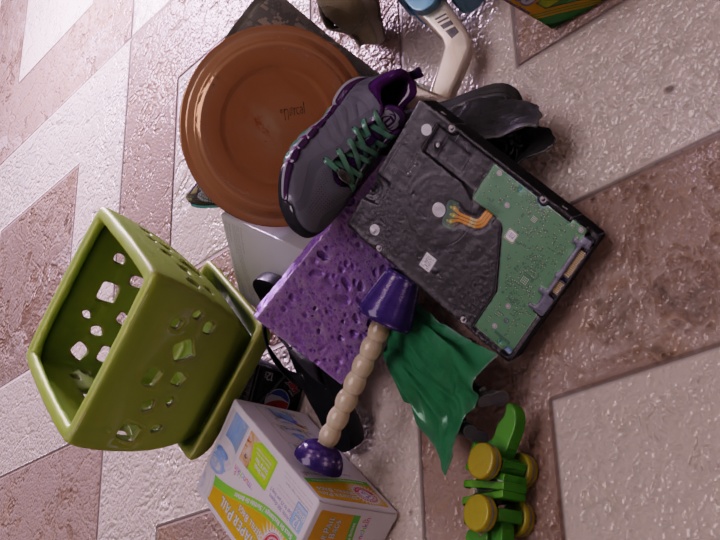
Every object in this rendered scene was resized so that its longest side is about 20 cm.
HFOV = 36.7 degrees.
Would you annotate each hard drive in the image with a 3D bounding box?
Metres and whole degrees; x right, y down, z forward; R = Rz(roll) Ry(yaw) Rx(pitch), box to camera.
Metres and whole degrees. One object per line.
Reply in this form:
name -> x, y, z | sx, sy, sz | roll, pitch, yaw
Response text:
hard drive -> 0.098, -0.037, 0.959 | 0.199, 0.038, 0.141 | 40, 114, 19

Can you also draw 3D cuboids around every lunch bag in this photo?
lunch bag -> -0.098, -0.190, 1.214 | 0.118, 0.163, 0.200 | -57, 9, -28

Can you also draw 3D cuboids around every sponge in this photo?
sponge -> 0.000, 0.000, 1.049 | 0.201, 0.111, 0.030 | -51, 15, 1

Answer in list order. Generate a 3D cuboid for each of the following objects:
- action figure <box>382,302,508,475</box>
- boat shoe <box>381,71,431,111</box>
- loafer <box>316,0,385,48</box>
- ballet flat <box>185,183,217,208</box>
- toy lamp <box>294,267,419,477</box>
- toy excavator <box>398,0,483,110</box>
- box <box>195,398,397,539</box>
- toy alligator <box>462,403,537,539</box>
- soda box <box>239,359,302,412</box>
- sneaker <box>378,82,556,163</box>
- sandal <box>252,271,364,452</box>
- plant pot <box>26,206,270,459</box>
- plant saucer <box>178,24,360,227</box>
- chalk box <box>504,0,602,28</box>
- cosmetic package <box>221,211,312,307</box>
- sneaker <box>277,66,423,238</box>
action figure -> 0.068, 0.087, 1.017 | 0.119, 0.054, 0.200 | -64, 31, 14
boat shoe -> 0.019, -0.108, 1.150 | 0.072, 0.060, 0.205 | 16, 89, 52
loafer -> -0.013, -0.291, 1.176 | 0.067, 0.200, 0.077 | -10, 85, 4
ballet flat -> -0.114, -0.104, 1.187 | 0.198, 0.072, 0.073 | 5, 79, 33
toy lamp -> 0.000, 0.095, 1.023 | 0.058, 0.058, 0.203 | 31, 100, 52
toy excavator -> 0.082, -0.276, 1.104 | 0.194, 0.100, 0.201 | -41, 67, 8
box -> -0.069, 0.232, 1.095 | 0.200, 0.100, 0.114 | 36, 105, 52
toy alligator -> 0.108, 0.214, 0.910 | 0.054, 0.059, 0.204 | -10, 68, 49
soda box -> -0.149, 0.126, 1.264 | 0.199, 0.070, 0.064 | 15, 87, 53
sneaker -> 0.090, -0.117, 1.023 | 0.197, 0.060, 0.105 | -21, 34, 27
sandal -> -0.059, 0.093, 1.100 | 0.202, 0.042, 0.076 | 62, 153, 6
plant pot -> -0.222, 0.077, 1.170 | 0.201, 0.180, 0.200 | -61, 38, 8
plant saucer -> -0.084, -0.146, 1.093 | 0.032, 0.197, 0.203 | -153, 82, -82
chalk box -> 0.202, -0.325, 0.948 | 0.199, 0.124, 0.126 | -23, 59, 47
cosmetic package -> -0.064, -0.005, 1.165 | 0.199, 0.080, 0.115 | 25, 132, 51
sneaker -> -0.008, -0.120, 1.010 | 0.087, 0.074, 0.202 | -17, 39, 45
